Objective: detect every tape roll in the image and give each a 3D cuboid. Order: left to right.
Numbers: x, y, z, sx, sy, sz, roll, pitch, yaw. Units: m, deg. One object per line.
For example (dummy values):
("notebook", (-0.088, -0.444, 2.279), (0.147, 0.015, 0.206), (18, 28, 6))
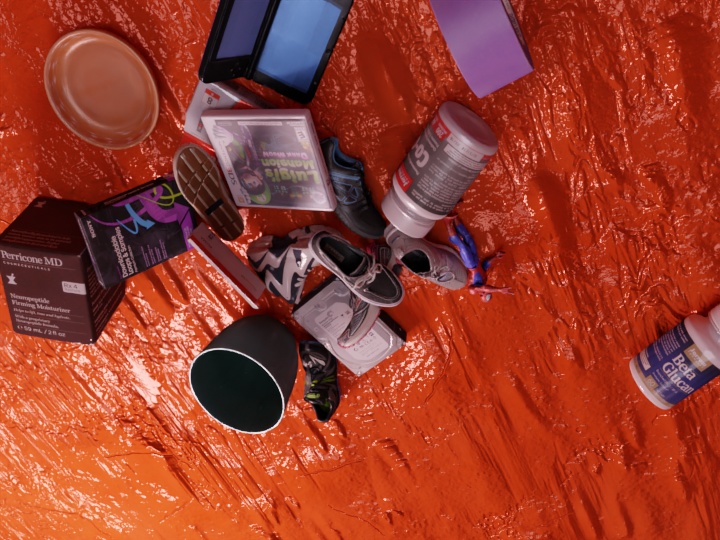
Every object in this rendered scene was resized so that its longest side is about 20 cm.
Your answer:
("tape roll", (0.161, -0.348, 0.984), (0.083, 0.202, 0.202), (-22, 119, 22))

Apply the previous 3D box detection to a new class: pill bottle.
("pill bottle", (0.122, -0.158, 1.169), (0.112, 0.115, 0.201), (29, 123, -12))
("pill bottle", (0.598, 0.152, 1.306), (0.110, 0.112, 0.200), (34, 122, -15))

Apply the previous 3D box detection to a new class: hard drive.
("hard drive", (-0.022, 0.107, 1.414), (0.139, 0.038, 0.200), (-35, 111, 27))

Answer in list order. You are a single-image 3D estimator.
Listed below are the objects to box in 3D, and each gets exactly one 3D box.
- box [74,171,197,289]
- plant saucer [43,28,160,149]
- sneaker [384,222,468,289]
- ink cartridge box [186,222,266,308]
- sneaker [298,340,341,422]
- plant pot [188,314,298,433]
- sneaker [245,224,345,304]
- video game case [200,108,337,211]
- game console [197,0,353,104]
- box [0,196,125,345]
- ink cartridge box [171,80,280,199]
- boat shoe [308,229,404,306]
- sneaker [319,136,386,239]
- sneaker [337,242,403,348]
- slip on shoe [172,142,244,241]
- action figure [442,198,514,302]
("box", (-0.385, -0.072, 1.273), (0.197, 0.036, 0.146), (-28, 128, -26))
("plant saucer", (-0.425, -0.302, 1.201), (0.194, 0.038, 0.204), (4, 125, 6))
("sneaker", (0.118, -0.008, 1.276), (0.198, 0.083, 0.075), (29, 124, -31))
("ink cartridge box", (-0.227, -0.012, 1.242), (0.047, 0.200, 0.160), (-45, 102, -9))
("sneaker", (-0.083, 0.227, 1.473), (0.069, 0.083, 0.204), (-2, 122, 16))
("plant pot", (-0.209, 0.183, 1.406), (0.195, 0.162, 0.205), (10, 125, 14))
("sneaker", (-0.105, -0.002, 1.328), (0.194, 0.080, 0.132), (-11, 123, 15))
("video game case", (-0.148, -0.178, 1.180), (0.195, 0.024, 0.185), (5, 135, 24))
("game console", (-0.127, -0.351, 1.081), (0.118, 0.170, 0.202), (38, 124, 14))
("box", (-0.549, 0.000, 1.342), (0.161, 0.166, 0.204), (8, 125, 3))
("ink cartridge box", (-0.227, -0.213, 1.224), (0.159, 0.051, 0.202), (27, 120, -9))
("boat shoe", (0.001, -0.003, 1.233), (0.198, 0.068, 0.074), (41, 81, -16))
("sneaker", (-0.016, -0.136, 1.229), (0.081, 0.074, 0.200), (-35, 113, 26))
("sneaker", (0.007, 0.048, 1.322), (0.073, 0.081, 0.204), (26, 90, -5))
("slip on shoe", (-0.265, -0.139, 1.252), (0.075, 0.061, 0.202), (-36, 132, -5))
("action figure", (0.216, -0.027, 1.267), (0.097, 0.066, 0.203), (-4, 125, 31))
